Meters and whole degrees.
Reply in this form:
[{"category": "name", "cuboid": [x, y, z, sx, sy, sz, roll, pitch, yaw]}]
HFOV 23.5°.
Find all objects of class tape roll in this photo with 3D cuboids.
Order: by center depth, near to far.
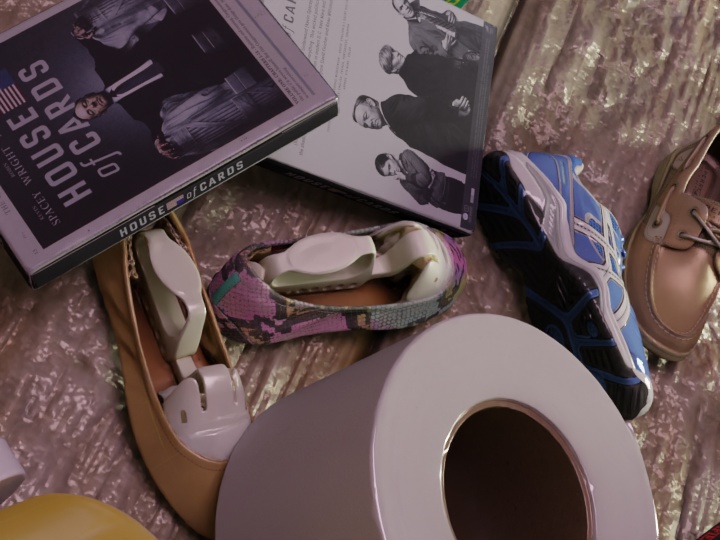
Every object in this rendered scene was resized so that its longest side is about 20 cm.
[{"category": "tape roll", "cuboid": [0.041, 0.139, 0.921, 0.202, 0.139, 0.204, 19, 58, -34]}]

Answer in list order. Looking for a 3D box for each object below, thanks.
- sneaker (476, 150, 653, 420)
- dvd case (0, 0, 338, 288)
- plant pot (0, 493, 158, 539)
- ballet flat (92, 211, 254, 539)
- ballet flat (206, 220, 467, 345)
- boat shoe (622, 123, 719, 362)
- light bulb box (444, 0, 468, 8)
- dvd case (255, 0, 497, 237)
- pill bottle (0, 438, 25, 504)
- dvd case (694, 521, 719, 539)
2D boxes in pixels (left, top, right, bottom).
[{"category": "sneaker", "cuboid": [0.149, 0.002, 1.137, 0.077, 0.076, 0.201, -12, 69, -31]}, {"category": "dvd case", "cuboid": [-0.136, -0.096, 0.983, 0.199, 0.025, 0.151, -31, 65, -16]}, {"category": "plant pot", "cuboid": [-0.166, 0.196, 0.759, 0.201, 0.201, 0.189, 48, 34, 4]}, {"category": "ballet flat", "cuboid": [-0.101, 0.051, 0.964, 0.068, 0.063, 0.201, -11, 68, -35]}, {"category": "ballet flat", "cuboid": [0.000, 0.000, 1.052, 0.199, 0.071, 0.069, -9, 66, -35]}, {"category": "boat shoe", "cuboid": [0.232, -0.026, 1.213, 0.071, 0.065, 0.201, 29, 50, -13]}, {"category": "light bulb box", "cuboid": [0.018, -0.276, 1.129, 0.197, 0.200, 0.125, 11, 52, -37]}, {"category": "dvd case", "cuboid": [0.003, -0.119, 1.104, 0.199, 0.025, 0.151, 19, 72, -36]}, {"category": "pill bottle", "cuboid": [-0.254, 0.043, 0.844, 0.113, 0.113, 0.200, -30, 80, -40]}, {"category": "dvd case", "cuboid": [0.214, 0.228, 1.022, 0.200, 0.022, 0.147, -23, 105, -43]}]
